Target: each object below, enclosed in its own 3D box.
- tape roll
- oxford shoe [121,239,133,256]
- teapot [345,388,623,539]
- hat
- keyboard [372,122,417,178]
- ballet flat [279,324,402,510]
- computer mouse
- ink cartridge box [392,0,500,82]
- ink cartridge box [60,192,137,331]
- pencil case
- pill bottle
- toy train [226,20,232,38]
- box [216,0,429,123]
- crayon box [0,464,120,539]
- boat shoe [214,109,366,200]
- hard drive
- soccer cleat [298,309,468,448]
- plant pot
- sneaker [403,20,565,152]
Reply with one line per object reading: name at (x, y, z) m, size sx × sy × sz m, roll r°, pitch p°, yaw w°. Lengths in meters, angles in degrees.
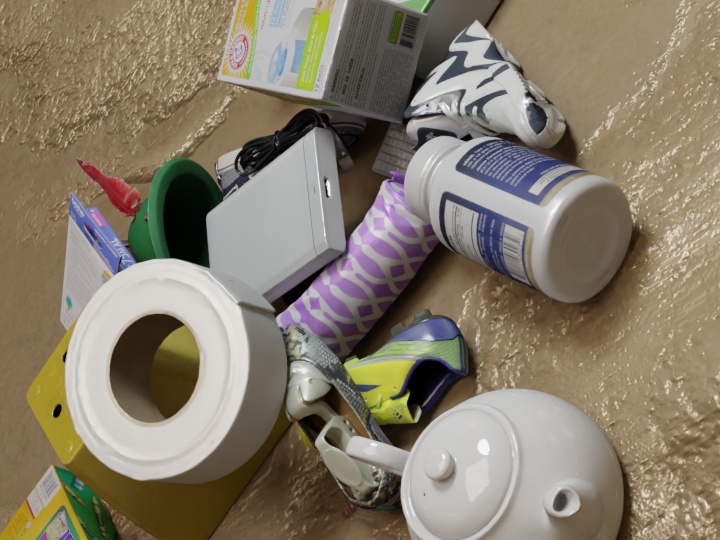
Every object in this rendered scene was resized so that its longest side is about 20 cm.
tape roll at (-0.168, 0.092, 1.434) m, size 0.202 × 0.071 × 0.203 m, roll -6°, pitch 78°, yaw 27°
oxford shoe at (-0.265, 0.006, 1.821) m, size 0.200 × 0.071 × 0.072 m, roll -21°, pitch 59°, yaw 37°
teapot at (0.101, 0.175, 1.273) m, size 0.200 × 0.146 × 0.198 m, roll -40°, pitch 44°, yaw 25°
hat at (-0.247, -0.028, 1.718) m, size 0.176 × 0.166 × 0.200 m, roll -12°, pitch 23°, yaw 23°
keyboard at (0.081, -0.102, 1.559) m, size 0.200 × 0.011 × 0.056 m, roll 25°, pitch 87°, yaw 51°
ballet flat at (-0.028, 0.133, 1.424) m, size 0.072 × 0.072 × 0.201 m, roll -42°, pitch 75°, yaw 22°
computer mouse at (-0.044, -0.064, 1.611) m, size 0.140 × 0.046 × 0.201 m, roll -32°, pitch 70°, yaw 34°
ink cartridge box at (0.046, -0.295, 1.648) m, size 0.145 × 0.084 × 0.200 m, roll -58°, pitch 40°, yaw 5°
ink cartridge box at (-0.289, 0.019, 1.763) m, size 0.119 × 0.042 × 0.200 m, roll 49°, pitch 143°, yaw 34°
pencil case at (0.000, 0.000, 1.527) m, size 0.200 × 0.084 × 0.086 m, roll -51°, pitch 56°, yaw 12°
pill bottle at (0.132, -0.054, 1.390) m, size 0.200 × 0.111 × 0.111 m, roll 28°, pitch 89°, yaw 46°
toy train at (-0.091, -0.307, 1.776) m, size 0.085 × 0.116 × 0.201 m, roll -21°, pitch 54°, yaw 37°
box at (-0.041, -0.220, 1.567) m, size 0.200 × 0.101 × 0.113 m, roll 19°, pitch 96°, yaw 53°
crayon box at (-0.316, 0.319, 1.701) m, size 0.119 × 0.058 × 0.200 m, roll -53°, pitch 41°, yaw 11°
boat shoe at (-0.069, -0.100, 1.682) m, size 0.200 × 0.075 × 0.093 m, roll -22°, pitch 69°, yaw 38°
hard drive at (-0.088, -0.039, 1.573) m, size 0.200 × 0.027 × 0.132 m, roll -34°, pitch 54°, yaw 45°
soccer cleat at (0.018, 0.117, 1.459) m, size 0.200 × 0.065 × 0.084 m, roll -39°, pitch 50°, yaw 25°
plant pot at (-0.218, 0.136, 1.610) m, size 0.200 × 0.176 × 0.200 m, roll -54°, pitch 40°, yaw 8°
sneaker at (0.107, -0.142, 1.493) m, size 0.130 × 0.079 × 0.199 m, roll -44°, pitch 42°, yaw 14°
